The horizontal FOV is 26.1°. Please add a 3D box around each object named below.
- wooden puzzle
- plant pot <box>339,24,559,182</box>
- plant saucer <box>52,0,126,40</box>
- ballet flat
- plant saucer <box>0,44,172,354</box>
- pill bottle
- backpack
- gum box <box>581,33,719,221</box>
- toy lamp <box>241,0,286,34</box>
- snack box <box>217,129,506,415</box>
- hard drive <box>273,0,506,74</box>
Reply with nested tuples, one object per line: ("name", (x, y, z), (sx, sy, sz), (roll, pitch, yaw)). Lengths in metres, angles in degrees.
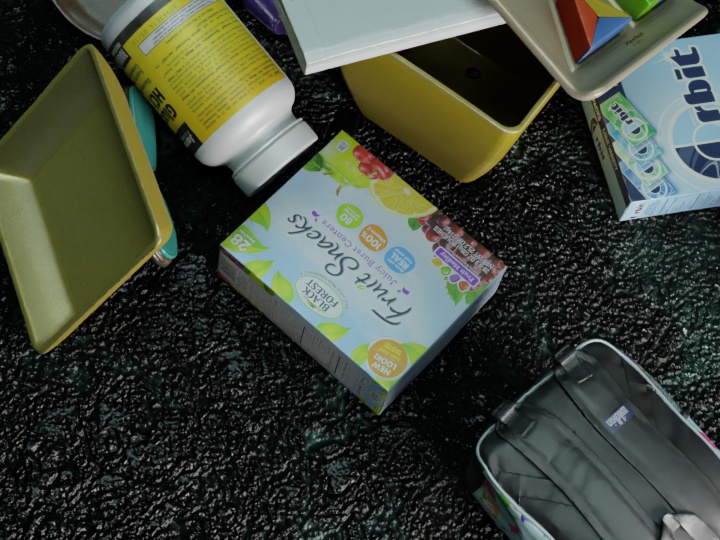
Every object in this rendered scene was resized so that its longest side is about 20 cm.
("wooden puzzle", (0.187, -0.260, 1.336), (0.200, 0.046, 0.185), (47, 56, 9))
("plant pot", (0.097, -0.200, 1.435), (0.200, 0.177, 0.200), (35, 66, 10))
("plant saucer", (-0.209, -0.310, 1.498), (0.200, 0.032, 0.201), (-1, 84, 7))
("ballet flat", (-0.211, -0.077, 1.402), (0.068, 0.068, 0.200), (-24, 55, 15))
("plant saucer", (-0.239, -0.058, 1.342), (0.048, 0.200, 0.200), (2, 58, -46))
("pill bottle", (-0.134, -0.169, 1.414), (0.112, 0.112, 0.200), (-40, 91, -22))
("backpack", (0.203, 0.183, 1.281), (0.177, 0.151, 0.200), (-39, 68, -19))
("gum box", (0.326, -0.144, 1.510), (0.199, 0.045, 0.170), (-9, 67, -12))
("toy lamp", (-0.119, -0.317, 1.531), (0.058, 0.058, 0.200), (-24, 69, -17))
("snack box", (0.000, 0.000, 1.389), (0.200, 0.068, 0.169), (41, 66, 13))
("hard drive", (0.024, -0.250, 1.338), (0.199, 0.026, 0.132), (-17, 68, -14))
